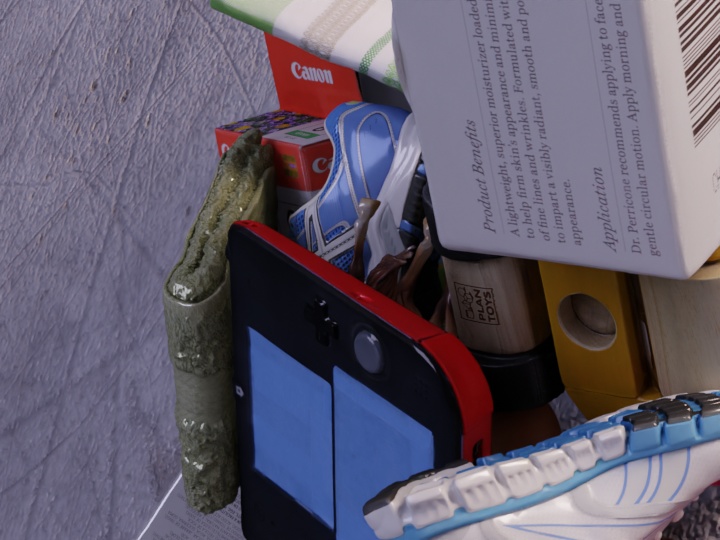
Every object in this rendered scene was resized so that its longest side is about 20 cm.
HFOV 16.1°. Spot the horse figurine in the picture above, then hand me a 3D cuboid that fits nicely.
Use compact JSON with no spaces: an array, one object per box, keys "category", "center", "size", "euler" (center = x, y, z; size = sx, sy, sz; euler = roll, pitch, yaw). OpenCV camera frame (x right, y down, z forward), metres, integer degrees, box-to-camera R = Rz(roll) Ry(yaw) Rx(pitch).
[{"category":"horse figurine","center":[0.029,0.038,1.297],"size":[0.050,0.200,0.133],"euler":[5,83,21]}]

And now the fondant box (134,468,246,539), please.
[{"category":"fondant box","center":[-0.112,0.183,1.472],"size":[0.200,0.058,0.144],"euler":[-55,-2,3]}]

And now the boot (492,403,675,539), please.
[{"category":"boot","center":[0.116,0.142,1.230],"size":[0.155,0.074,0.200],"euler":[-21,64,50]}]

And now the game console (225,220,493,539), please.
[{"category":"game console","center":[-0.005,0.091,1.232],"size":[0.177,0.031,0.200],"euler":[29,133,38]}]

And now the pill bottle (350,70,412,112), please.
[{"category":"pill bottle","center":[0.013,-0.152,1.513],"size":[0.112,0.112,0.200],"euler":[-58,26,15]}]

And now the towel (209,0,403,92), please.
[{"category":"towel","center":[0.038,-0.142,1.373],"size":[0.149,0.200,0.031],"euler":[-50,-21,-53]}]

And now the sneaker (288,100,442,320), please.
[{"category":"sneaker","center":[0.000,0.000,1.387],"size":[0.077,0.076,0.200],"euler":[25,110,24]}]

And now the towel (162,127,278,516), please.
[{"category":"towel","center":[-0.072,0.026,1.371],"size":[0.200,0.036,0.148],"euler":[-77,-12,-61]}]

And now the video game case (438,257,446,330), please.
[{"category":"video game case","center":[0.031,0.011,1.486],"size":[0.182,0.023,0.200],"euler":[-35,43,42]}]

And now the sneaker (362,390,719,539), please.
[{"category":"sneaker","center":[0.106,0.111,1.124],"size":[0.075,0.200,0.087],"euler":[-179,72,-83]}]

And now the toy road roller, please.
[{"category":"toy road roller","center":[0.137,-0.010,1.241],"size":[0.200,0.123,0.146],"euler":[10,37,36]}]

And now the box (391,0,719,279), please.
[{"category":"box","center":[0.117,-0.133,1.130],"size":[0.131,0.199,0.200],"euler":[9,37,32]}]

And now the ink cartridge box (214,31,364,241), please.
[{"category":"ink cartridge box","center":[-0.035,-0.049,1.457],"size":[0.109,0.050,0.200],"euler":[16,120,59]}]

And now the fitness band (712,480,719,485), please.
[{"category":"fitness band","center":[0.150,0.135,1.141],"size":[0.200,0.037,0.144],"euler":[-1,51,33]}]
